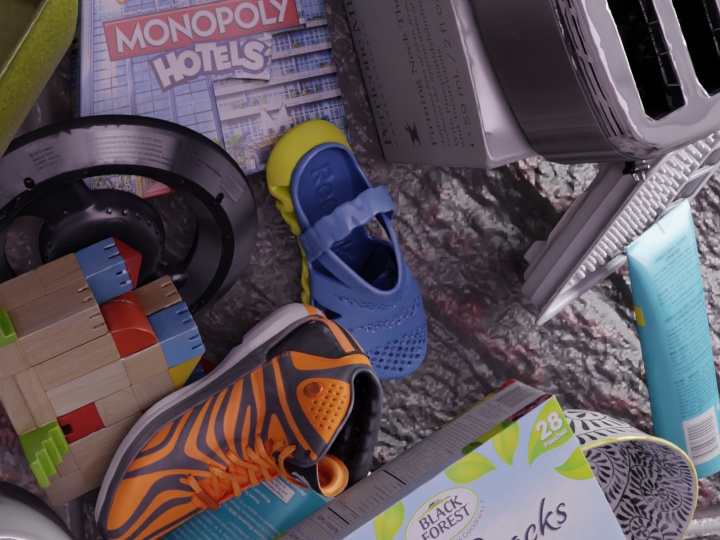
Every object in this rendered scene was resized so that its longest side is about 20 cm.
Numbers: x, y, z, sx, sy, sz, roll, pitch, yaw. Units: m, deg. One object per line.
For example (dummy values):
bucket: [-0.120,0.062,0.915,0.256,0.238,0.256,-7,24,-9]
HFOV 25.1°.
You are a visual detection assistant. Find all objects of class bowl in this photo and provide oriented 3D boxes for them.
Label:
bowl: [0.126,0.162,1.127,0.199,0.094,0.202,-17,134,-18]

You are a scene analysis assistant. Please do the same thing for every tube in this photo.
tube: [0.226,0.055,1.158,0.077,0.050,0.201,-39,126,-41]

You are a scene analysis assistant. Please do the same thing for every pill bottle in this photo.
pill bottle: [-0.079,0.194,1.075,0.111,0.111,0.200,42,82,-16]

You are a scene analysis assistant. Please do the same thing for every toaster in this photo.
toaster: [0.139,-0.136,0.896,0.113,0.129,0.201,-22,101,-13]

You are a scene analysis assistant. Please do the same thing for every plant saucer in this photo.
plant saucer: [-0.257,-0.109,0.972,0.048,0.199,0.201,36,83,-44]

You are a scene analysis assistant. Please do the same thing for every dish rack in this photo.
dish rack: [0.188,-0.057,1.093,0.044,0.172,0.200,44,40,13]

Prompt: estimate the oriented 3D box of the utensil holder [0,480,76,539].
utensil holder: [-0.235,0.221,0.983,0.168,0.200,0.172,-2,95,-17]

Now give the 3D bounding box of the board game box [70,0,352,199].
board game box: [-0.113,-0.158,1.063,0.198,0.062,0.202,-14,99,-15]

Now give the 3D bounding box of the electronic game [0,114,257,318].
electronic game: [-0.162,-0.019,1.016,0.198,0.042,0.201,-10,139,-9]

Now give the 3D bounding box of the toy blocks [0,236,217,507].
toy blocks: [-0.158,0.058,1.013,0.136,0.100,0.201,-24,137,-11]

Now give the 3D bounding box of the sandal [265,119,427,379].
sandal: [0.000,0.000,1.079,0.079,0.087,0.201,-35,127,-13]

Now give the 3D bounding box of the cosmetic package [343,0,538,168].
cosmetic package: [0.100,-0.168,1.054,0.165,0.200,0.169,-18,99,-15]

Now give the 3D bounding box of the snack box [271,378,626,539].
snack box: [0.061,0.191,0.978,0.199,0.068,0.170,-32,105,-16]

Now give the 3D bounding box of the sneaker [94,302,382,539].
sneaker: [-0.070,0.116,0.997,0.200,0.112,0.078,-46,142,-4]
